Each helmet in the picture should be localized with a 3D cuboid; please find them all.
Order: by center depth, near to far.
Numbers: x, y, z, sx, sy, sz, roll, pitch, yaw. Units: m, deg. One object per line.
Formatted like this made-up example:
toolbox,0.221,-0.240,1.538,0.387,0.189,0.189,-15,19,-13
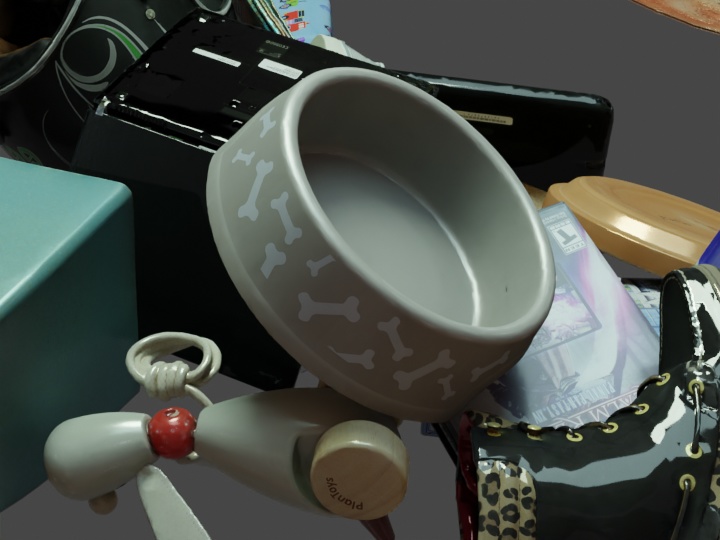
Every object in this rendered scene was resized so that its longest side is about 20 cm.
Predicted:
helmet,-0.185,-0.153,1.217,0.190,0.201,0.200,34,0,-44

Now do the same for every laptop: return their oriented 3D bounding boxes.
laptop,-0.073,-0.050,0.987,0.176,0.104,0.200,20,42,15

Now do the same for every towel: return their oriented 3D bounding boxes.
towel,-0.073,-0.173,1.249,0.022,0.147,0.201,-25,63,-8

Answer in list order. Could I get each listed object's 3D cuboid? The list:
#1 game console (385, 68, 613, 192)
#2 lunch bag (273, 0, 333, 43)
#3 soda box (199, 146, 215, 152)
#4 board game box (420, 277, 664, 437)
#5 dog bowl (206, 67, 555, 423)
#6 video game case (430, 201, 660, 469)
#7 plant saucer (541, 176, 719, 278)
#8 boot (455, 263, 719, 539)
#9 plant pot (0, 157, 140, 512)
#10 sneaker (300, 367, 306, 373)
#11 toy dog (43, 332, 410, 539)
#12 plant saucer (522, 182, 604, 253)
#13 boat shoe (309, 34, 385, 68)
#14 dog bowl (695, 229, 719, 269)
game console,0.098,-0.122,1.304,0.197,0.177,0.117,7,54,5
lunch bag,-0.120,-0.175,1.414,0.197,0.095,0.151,-5,29,1
soda box,-0.104,-0.036,1.139,0.068,0.064,0.200,13,27,12
board game box,0.128,0.050,1.011,0.197,0.062,0.200,1,26,-9
dog bowl,0.018,-0.021,0.851,0.199,0.059,0.201,26,40,-24
video game case,0.102,0.058,0.919,0.142,0.019,0.201,-20,55,-16
plant saucer,0.225,-0.024,1.149,0.198,0.033,0.200,17,14,-4
boot,0.126,0.086,0.840,0.149,0.073,0.202,3,66,-4
plant pot,-0.227,0.048,0.873,0.140,0.143,0.200,13,34,16
sneaker,0.000,0.000,1.083,0.114,0.081,0.200,3,33,-13
toy dog,-0.055,0.108,0.856,0.198,0.097,0.132,4,30,28
plant saucer,0.083,-0.037,1.171,0.198,0.036,0.200,15,16,-4
boat shoe,0.007,-0.080,1.065,0.071,0.070,0.202,14,39,-24
dog bowl,0.292,0.036,0.964,0.199,0.079,0.201,27,21,-11
